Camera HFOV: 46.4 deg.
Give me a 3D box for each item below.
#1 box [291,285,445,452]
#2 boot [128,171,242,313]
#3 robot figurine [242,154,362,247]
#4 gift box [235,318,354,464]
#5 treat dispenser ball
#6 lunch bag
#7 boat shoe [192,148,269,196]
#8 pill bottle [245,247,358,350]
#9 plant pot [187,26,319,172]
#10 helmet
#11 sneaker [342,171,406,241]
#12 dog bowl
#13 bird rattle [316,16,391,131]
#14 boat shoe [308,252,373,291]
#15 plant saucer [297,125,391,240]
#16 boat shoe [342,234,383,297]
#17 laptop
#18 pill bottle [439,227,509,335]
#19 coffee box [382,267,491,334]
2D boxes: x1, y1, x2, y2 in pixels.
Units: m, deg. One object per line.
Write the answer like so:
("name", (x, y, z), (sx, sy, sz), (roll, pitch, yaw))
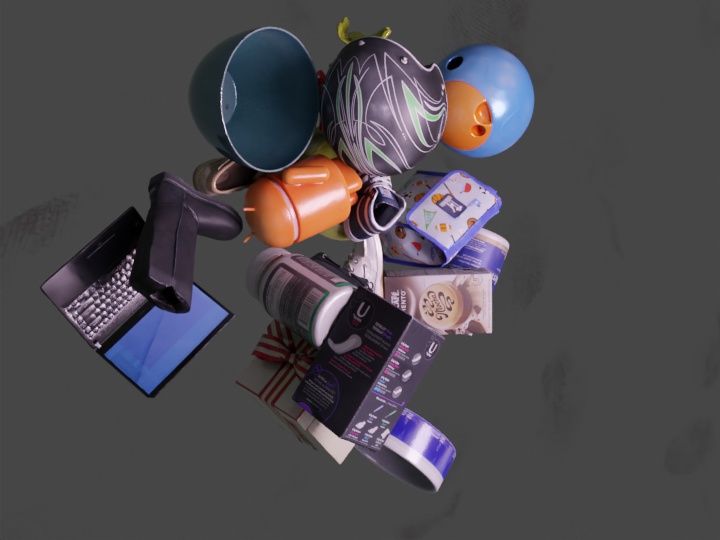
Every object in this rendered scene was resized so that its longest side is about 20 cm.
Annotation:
("box", (0.012, 0.146, 1.246), (0.106, 0.122, 0.201), (33, 88, -49))
("boot", (-0.243, -0.026, 1.206), (0.164, 0.066, 0.201), (29, 38, -33))
("robot figurine", (-0.095, -0.109, 1.302), (0.199, 0.144, 0.117), (-27, 106, -24))
("gift box", (-0.076, 0.174, 1.406), (0.201, 0.184, 0.187), (-57, 138, -20))
("treat dispenser ball", (0.215, -0.307, 1.530), (0.200, 0.200, 0.203), (-11, 107, -39))
("lunch bag", (0.132, -0.093, 1.508), (0.170, 0.199, 0.124), (-43, 125, -25))
("boat shoe", (-0.164, -0.163, 1.318), (0.199, 0.064, 0.072), (-32, 119, -32))
("pill bottle", (-0.088, 0.042, 1.332), (0.113, 0.199, 0.114), (-23, 127, -34))
("plant pot", (-0.175, -0.252, 1.231), (0.199, 0.134, 0.202), (-19, 114, -49))
("helmet", (0.030, -0.244, 1.268), (0.190, 0.199, 0.202), (-10, 108, -60))
("sneaker", (0.026, -0.150, 1.375), (0.070, 0.108, 0.202), (9, 83, -28))
("dog bowl", (0.074, 0.321, 1.551), (0.079, 0.199, 0.200), (-55, 129, -22))
("bird rattle", (-0.007, -0.313, 1.403), (0.163, 0.112, 0.201), (32, 80, -53))
("boat shoe", (-0.011, 0.035, 1.449), (0.066, 0.198, 0.075), (-55, 172, -42))
("plant saucer", (-0.026, -0.153, 1.426), (0.198, 0.031, 0.202), (2, 87, -29))
("boat shoe", (0.000, 0.000, 1.501), (0.069, 0.071, 0.202), (-8, 103, -15))
("laptop", (-0.315, 0.045, 1.206), (0.177, 0.103, 0.201), (-47, 126, -24))
("pill bottle", (0.209, 0.019, 1.659), (0.115, 0.115, 0.202), (25, 84, -42))
("coffee box", (0.139, 0.057, 1.555), (0.198, 0.080, 0.114), (-2, 99, -2))
